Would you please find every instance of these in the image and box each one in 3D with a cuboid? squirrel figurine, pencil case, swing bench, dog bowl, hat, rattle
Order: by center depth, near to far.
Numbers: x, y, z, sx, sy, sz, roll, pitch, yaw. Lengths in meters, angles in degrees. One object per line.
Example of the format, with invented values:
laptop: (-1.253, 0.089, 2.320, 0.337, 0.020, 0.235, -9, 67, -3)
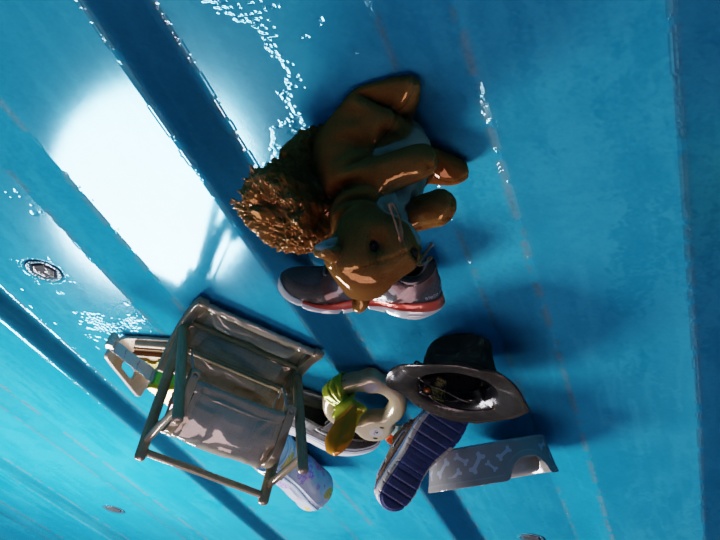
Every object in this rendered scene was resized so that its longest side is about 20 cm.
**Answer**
squirrel figurine: (-0.012, -0.056, 0.861, 0.198, 0.188, 0.142, -3, 146, 22)
hat: (0.133, 0.131, 1.219, 0.199, 0.081, 0.201, 15, 154, 8)
swing bench: (-0.171, 0.174, 1.259, 0.198, 0.201, 0.130, 26, 135, -22)
rattle: (0.026, 0.244, 1.373, 0.129, 0.143, 0.201, -27, 130, 2)
dog bowl: (0.193, 0.288, 1.403, 0.198, 0.059, 0.200, -10, 166, -2)
pencil case: (-0.118, 0.350, 1.639, 0.083, 0.091, 0.200, -36, 141, -2)

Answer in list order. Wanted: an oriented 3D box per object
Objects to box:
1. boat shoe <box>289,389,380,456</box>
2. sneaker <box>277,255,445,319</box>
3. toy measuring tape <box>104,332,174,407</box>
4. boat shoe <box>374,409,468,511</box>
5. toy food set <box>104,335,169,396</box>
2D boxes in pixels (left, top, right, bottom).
boat shoe: (-0.052, 0.232, 1.444, 0.199, 0.073, 0.071, 17, 141, -18)
sneaker: (0.000, 0.000, 1.083, 0.198, 0.077, 0.083, 3, 121, 11)
toy measuring tape: (-0.266, 0.148, 1.316, 0.073, 0.074, 0.200, -16, 129, 37)
boat shoe: (0.081, 0.248, 1.359, 0.072, 0.200, 0.072, 40, 177, -20)
toy food set: (-0.271, 0.162, 1.416, 0.198, 0.061, 0.144, 2, 148, 13)
